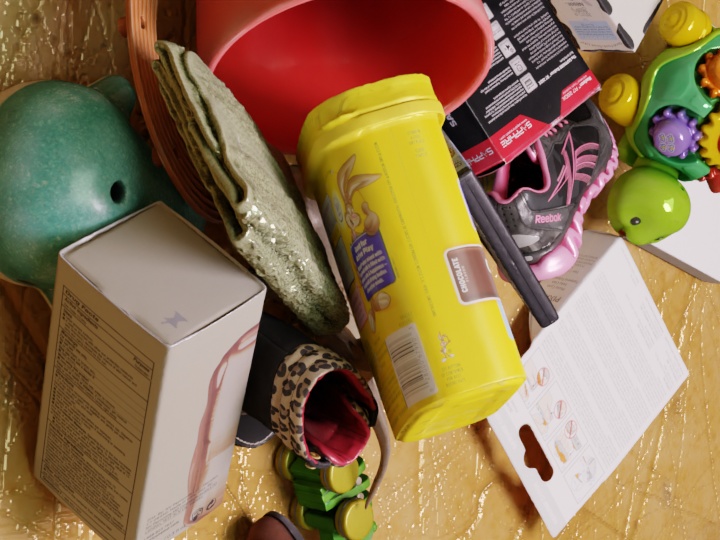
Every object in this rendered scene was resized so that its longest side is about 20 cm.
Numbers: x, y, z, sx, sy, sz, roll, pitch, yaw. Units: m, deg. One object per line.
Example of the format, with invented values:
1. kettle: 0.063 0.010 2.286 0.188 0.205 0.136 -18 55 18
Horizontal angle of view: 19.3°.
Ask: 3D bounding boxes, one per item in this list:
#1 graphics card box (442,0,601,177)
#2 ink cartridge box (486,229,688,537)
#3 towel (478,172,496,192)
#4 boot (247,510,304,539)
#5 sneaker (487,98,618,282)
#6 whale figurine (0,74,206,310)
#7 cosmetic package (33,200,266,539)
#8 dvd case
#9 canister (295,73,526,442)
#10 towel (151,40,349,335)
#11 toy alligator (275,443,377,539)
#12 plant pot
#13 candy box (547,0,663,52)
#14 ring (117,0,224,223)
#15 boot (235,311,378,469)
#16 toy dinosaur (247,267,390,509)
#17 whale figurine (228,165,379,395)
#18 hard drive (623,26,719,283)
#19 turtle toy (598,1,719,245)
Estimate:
1. graphics card box: 0.076 -0.182 1.545 0.125 0.051 0.201 -38 99 -35
2. ink cartridge box: 0.174 0.092 1.732 0.200 0.047 0.161 -47 125 -25
3. towel: 0.047 -0.123 1.590 0.199 0.023 0.145 -5 98 -44
4. boot: -0.118 0.276 1.460 0.199 0.068 0.190 -11 110 -36
5. sneaker: 0.141 -0.084 1.620 0.096 0.079 0.201 61 33 -32
6. whale figurine: -0.158 -0.045 1.336 0.199 0.103 0.160 19 81 -46
7. cosmetic package: -0.134 0.071 1.313 0.087 0.103 0.201 -31 150 -38
8. dvd case: 0.071 -0.058 1.483 0.017 0.200 0.143 -32 123 1
9. canister: 0.031 -0.003 1.336 0.086 0.149 0.201 -16 78 -10
10. towel: -0.063 -0.047 1.304 0.036 0.149 0.200 -28 152 4
11. toy alligator: -0.011 0.178 1.540 0.054 0.059 0.201 -34 118 -37
12. plant pot: -0.023 -0.201 1.379 0.200 0.200 0.178 17 53 -45
13. candy box: 0.180 -0.289 1.676 0.200 0.061 0.137 50 61 -36
14. ring: -0.112 -0.128 1.374 0.200 0.019 0.202 -11 90 -71
15. boot: -0.057 0.082 1.390 0.073 0.150 0.201 -42 144 -21
16. toy dinosaur: -0.003 0.068 1.444 0.060 0.106 0.201 -40 106 -27
17. whale figurine: 0.000 0.000 1.503 0.200 0.104 0.159 36 108 -20
18. hard drive: 0.297 -0.104 1.839 0.132 0.026 0.201 24 78 -44
19. turtle toy: 0.270 -0.111 1.716 0.145 0.101 0.200 30 105 -39
